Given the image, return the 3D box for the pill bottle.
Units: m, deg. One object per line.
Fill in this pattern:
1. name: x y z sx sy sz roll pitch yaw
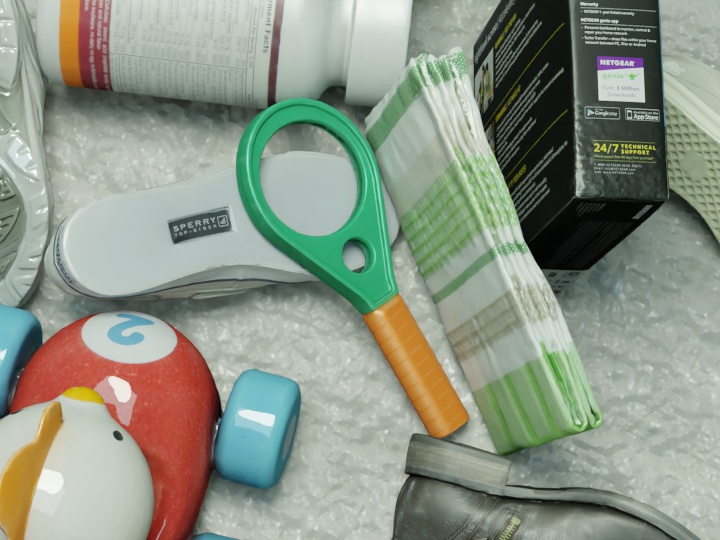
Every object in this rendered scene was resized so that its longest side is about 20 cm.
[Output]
1. pill bottle: -0.072 -0.146 1.014 0.198 0.110 0.110 6 76 -1

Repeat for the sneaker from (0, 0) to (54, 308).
1. sneaker: -0.199 -0.076 1.022 0.077 0.099 0.202 2 102 7

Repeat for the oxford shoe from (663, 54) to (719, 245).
1. oxford shoe: 0.215 -0.048 1.007 0.200 0.075 0.058 45 46 10

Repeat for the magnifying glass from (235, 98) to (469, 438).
1. magnifying glass: 0.000 0.000 0.991 0.079 0.022 0.201 -33 95 -30

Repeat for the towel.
1. towel: 0.062 -0.005 0.948 0.031 0.149 0.201 -22 85 -13

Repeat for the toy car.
1. toy car: -0.140 0.097 0.911 0.183 0.200 0.178 14 80 5

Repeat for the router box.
1. router box: 0.102 -0.080 0.944 0.051 0.200 0.150 2 76 -9

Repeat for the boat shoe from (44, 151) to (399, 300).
1. boat shoe: -0.077 -0.018 1.004 0.199 0.070 0.071 -12 87 -26

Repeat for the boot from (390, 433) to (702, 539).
1. boot: 0.079 0.191 0.958 0.199 0.069 0.175 17 83 10
